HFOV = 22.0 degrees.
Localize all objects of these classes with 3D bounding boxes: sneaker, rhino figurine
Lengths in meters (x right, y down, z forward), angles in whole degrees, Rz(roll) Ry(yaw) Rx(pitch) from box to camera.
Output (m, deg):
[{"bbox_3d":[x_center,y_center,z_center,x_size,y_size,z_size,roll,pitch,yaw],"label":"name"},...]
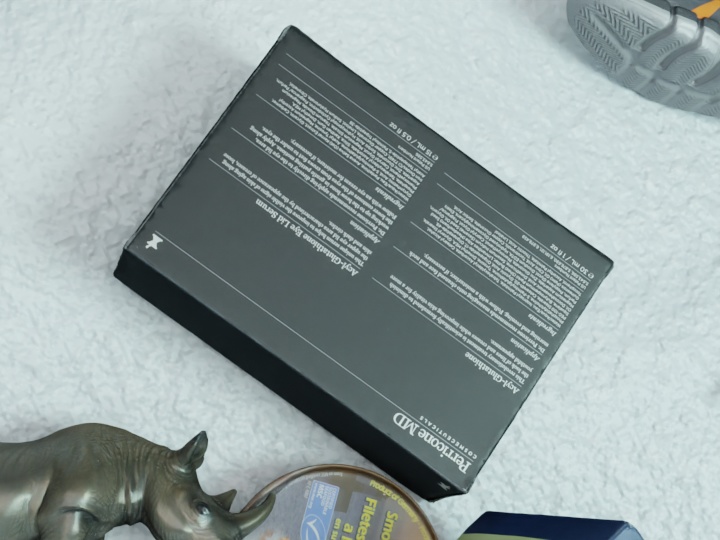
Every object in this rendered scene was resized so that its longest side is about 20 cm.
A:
[{"bbox_3d":[0.207,-0.141,0.992,0.200,0.078,0.112,22,72,-18],"label":"sneaker"},{"bbox_3d":[-0.139,0.114,0.866,0.199,0.060,0.088,-5,65,-6],"label":"rhino figurine"}]

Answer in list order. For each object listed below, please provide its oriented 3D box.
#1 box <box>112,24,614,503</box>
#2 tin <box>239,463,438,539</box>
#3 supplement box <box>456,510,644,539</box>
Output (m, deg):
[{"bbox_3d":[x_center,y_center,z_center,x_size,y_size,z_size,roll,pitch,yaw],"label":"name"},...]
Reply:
[{"bbox_3d":[0.000,0.000,0.915,0.200,0.079,0.141,36,72,-3],"label":"box"},{"bbox_3d":[-0.026,0.194,0.895,0.112,0.042,0.201,16,77,-4],"label":"tin"},{"bbox_3d":[0.072,0.248,0.826,0.200,0.134,0.200,-39,100,-22],"label":"supplement box"}]
